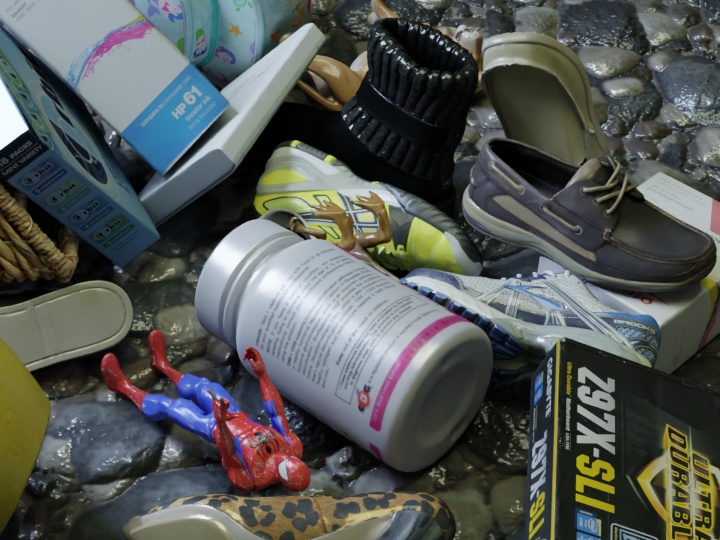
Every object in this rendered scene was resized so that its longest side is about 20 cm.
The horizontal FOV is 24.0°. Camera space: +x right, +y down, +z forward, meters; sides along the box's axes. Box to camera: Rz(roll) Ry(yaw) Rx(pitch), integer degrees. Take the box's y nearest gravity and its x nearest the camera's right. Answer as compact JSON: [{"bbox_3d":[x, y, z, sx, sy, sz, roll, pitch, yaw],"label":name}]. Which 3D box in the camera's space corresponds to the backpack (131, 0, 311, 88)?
[{"bbox_3d":[-0.144,-0.259,1.524,0.200,0.178,0.151,34,50,19],"label":"backpack"}]

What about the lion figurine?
[{"bbox_3d":[0.015,-0.177,1.519,0.200,0.072,0.123,-31,77,-21],"label":"lion figurine"}]

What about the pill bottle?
[{"bbox_3d":[-0.015,0.047,1.201,0.200,0.114,0.113,30,46,30],"label":"pill bottle"}]

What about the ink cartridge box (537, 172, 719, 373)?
[{"bbox_3d":[0.213,0.013,1.294,0.116,0.068,0.200,31,47,31],"label":"ink cartridge box"}]

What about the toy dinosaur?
[{"bbox_3d":[0.000,0.000,1.292,0.200,0.106,0.060,17,29,25],"label":"toy dinosaur"}]

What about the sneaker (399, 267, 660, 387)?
[{"bbox_3d":[0.124,0.038,1.223,0.200,0.077,0.085,21,49,19],"label":"sneaker"}]

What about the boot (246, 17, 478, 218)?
[{"bbox_3d":[-0.002,-0.138,1.395,0.211,0.158,0.079,20,42,20],"label":"boot"}]

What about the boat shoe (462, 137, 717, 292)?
[{"bbox_3d":[0.166,-0.044,1.250,0.200,0.073,0.075,18,41,21],"label":"boat shoe"}]

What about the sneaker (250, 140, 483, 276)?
[{"bbox_3d":[0.004,-0.030,1.348,0.200,0.075,0.076,25,74,21],"label":"sneaker"}]

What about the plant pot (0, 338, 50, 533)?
[{"bbox_3d":[-0.282,0.102,1.081,0.142,0.200,0.200,24,36,-16],"label":"plant pot"}]

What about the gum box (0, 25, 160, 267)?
[{"bbox_3d":[-0.247,-0.110,1.285,0.045,0.200,0.170,-36,60,6],"label":"gum box"}]

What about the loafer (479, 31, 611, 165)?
[{"bbox_3d":[0.153,-0.116,1.366,0.076,0.200,0.068,-7,55,28],"label":"loafer"}]

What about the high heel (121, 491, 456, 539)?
[{"bbox_3d":[-0.042,0.171,1.110,0.200,0.072,0.143,6,14,25],"label":"high heel"}]

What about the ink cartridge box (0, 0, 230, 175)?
[{"bbox_3d":[-0.207,-0.180,1.370,0.085,0.200,0.145,-47,12,1],"label":"ink cartridge box"}]

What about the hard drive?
[{"bbox_3d":[-0.111,-0.118,1.403,0.027,0.132,0.200,47,40,-14],"label":"hard drive"}]

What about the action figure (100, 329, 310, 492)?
[{"bbox_3d":[-0.103,0.081,1.150,0.065,0.099,0.200,-30,43,-31],"label":"action figure"}]

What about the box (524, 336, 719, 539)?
[{"bbox_3d":[0.186,0.152,1.081,0.159,0.049,0.200,19,45,-10],"label":"box"}]

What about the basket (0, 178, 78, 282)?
[{"bbox_3d":[-0.291,-0.080,1.276,0.149,0.143,0.200,-5,19,-5],"label":"basket"}]

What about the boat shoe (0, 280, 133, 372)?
[{"bbox_3d":[-0.266,0.050,1.244,0.200,0.073,0.063,-11,-2,-8],"label":"boat shoe"}]
